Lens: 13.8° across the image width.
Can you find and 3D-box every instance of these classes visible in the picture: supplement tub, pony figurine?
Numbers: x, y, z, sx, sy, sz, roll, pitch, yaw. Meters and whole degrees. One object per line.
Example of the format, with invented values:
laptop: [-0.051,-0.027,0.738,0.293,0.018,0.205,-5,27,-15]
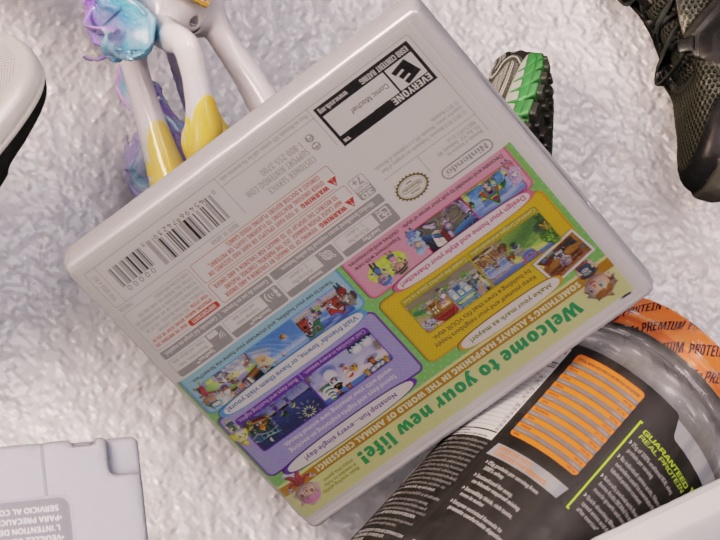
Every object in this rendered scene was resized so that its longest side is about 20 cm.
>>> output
supplement tub: [0.089,0.112,1.389,0.123,0.123,0.200,46,65,-2]
pony figurine: [-0.098,-0.130,1.377,0.166,0.193,0.201,-24,102,-21]

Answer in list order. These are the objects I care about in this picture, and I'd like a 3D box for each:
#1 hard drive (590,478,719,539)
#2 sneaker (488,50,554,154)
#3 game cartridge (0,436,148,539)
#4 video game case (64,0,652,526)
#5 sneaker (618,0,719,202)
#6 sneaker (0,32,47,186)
hard drive: [0.152,0.162,1.371,0.199,0.027,0.133,-18,123,-45]
sneaker: [0.037,-0.039,1.442,0.085,0.078,0.200,19,51,19]
game cartridge: [-0.183,0.143,1.217,0.199,0.040,0.134,-5,72,-9]
video game case: [0.000,0.000,1.335,0.200,0.022,0.182,-36,115,14]
sneaker: [0.158,-0.132,1.517,0.114,0.076,0.200,15,66,-13]
sneaker: [-0.200,-0.009,1.323,0.200,0.112,0.073,-46,54,-4]
